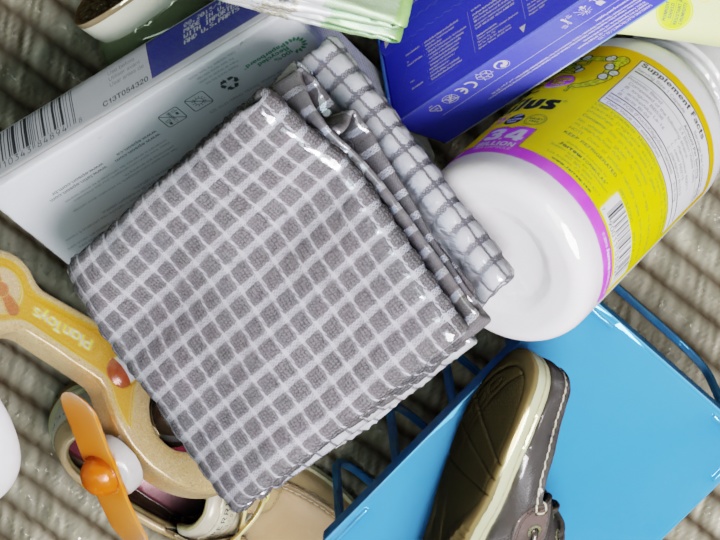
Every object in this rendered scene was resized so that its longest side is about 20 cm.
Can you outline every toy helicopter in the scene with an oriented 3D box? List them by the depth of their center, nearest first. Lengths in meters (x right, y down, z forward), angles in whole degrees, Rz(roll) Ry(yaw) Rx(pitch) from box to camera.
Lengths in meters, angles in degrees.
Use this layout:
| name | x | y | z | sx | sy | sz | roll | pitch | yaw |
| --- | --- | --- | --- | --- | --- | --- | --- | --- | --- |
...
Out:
| name | x | y | z | sx | sy | sz | roll | pitch | yaw |
| --- | --- | --- | --- | --- | --- | --- | --- | --- | --- |
| toy helicopter | -0.138 | 0.059 | 1.418 | 0.200 | 0.079 | 0.133 | 33 | 64 | -24 |

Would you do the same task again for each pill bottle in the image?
| name | x | y | z | sx | sy | sz | roll | pitch | yaw |
| --- | --- | --- | --- | --- | --- | --- | --- | --- | --- |
| pill bottle | 0.122 | -0.054 | 1.382 | 0.104 | 0.200 | 0.105 | 21 | 131 | 26 |

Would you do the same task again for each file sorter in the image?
| name | x | y | z | sx | sy | sz | roll | pitch | yaw |
| --- | --- | --- | --- | --- | --- | --- | --- | --- | --- |
| file sorter | 0.094 | 0.099 | 1.479 | 0.139 | 0.123 | 0.200 | 40 | 104 | -16 |

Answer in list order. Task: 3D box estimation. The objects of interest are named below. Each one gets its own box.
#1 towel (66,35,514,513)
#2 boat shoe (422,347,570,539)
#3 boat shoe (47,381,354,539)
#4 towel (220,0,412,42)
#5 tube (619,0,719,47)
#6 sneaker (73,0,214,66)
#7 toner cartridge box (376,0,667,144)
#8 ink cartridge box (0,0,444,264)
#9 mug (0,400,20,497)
| name | x | y | z | sx | sy | sz | roll | pitch | yaw |
| --- | --- | --- | --- | --- | --- | --- | --- | --- | --- |
| towel | -0.040 | 0.007 | 1.326 | 0.200 | 0.086 | 0.166 | -41 | 82 | 35 |
| boat shoe | 0.075 | 0.135 | 1.394 | 0.066 | 0.072 | 0.201 | 13 | 110 | -17 |
| boat shoe | -0.088 | 0.130 | 1.511 | 0.199 | 0.066 | 0.074 | 23 | 108 | -11 |
| towel | -0.059 | -0.205 | 1.314 | 0.199 | 0.031 | 0.150 | 12 | 82 | 0 |
| tube | 0.211 | -0.143 | 1.402 | 0.199 | 0.058 | 0.052 | 12 | 141 | -24 |
| sneaker | -0.047 | -0.152 | 1.414 | 0.200 | 0.067 | 0.090 | -29 | 117 | 8 |
| toner cartridge box | 0.090 | -0.153 | 1.354 | 0.043 | 0.095 | 0.200 | 17 | 144 | -40 |
| ink cartridge box | -0.071 | -0.053 | 1.427 | 0.196 | 0.043 | 0.200 | -30 | 140 | 16 |
| mug | -0.268 | 0.076 | 1.424 | 0.199 | 0.148 | 0.176 | 4 | 126 | 34 |
